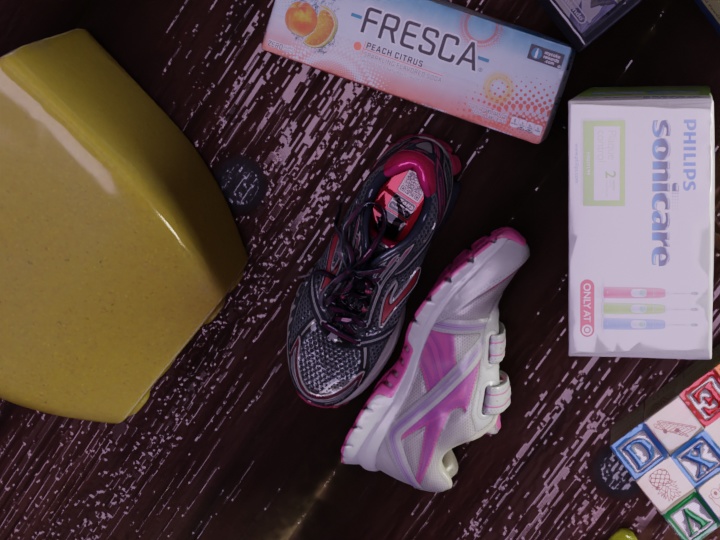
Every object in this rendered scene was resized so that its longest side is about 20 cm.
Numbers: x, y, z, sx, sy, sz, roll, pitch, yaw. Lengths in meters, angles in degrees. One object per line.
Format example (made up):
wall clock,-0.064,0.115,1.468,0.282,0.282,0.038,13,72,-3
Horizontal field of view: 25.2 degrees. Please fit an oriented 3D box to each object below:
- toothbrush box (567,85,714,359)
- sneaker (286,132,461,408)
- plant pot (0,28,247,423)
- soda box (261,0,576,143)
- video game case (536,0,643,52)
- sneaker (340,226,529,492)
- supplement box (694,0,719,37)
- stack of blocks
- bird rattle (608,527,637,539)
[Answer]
toothbrush box,0.174,-0.037,0.988,0.085,0.200,0.147,0,99,10
sneaker,0.000,0.000,1.091,0.080,0.075,0.202,24,103,6
plant pot,-0.188,-0.015,1.070,0.200,0.196,0.195,40,103,-4
soda box,0.039,-0.148,1.067,0.198,0.064,0.069,20,101,6
video game case,0.147,-0.273,1.021,0.180,0.026,0.201,-39,90,-4
sneaker,0.068,0.064,1.089,0.088,0.081,0.201,30,111,4
supplement box,0.268,-0.259,0.914,0.199,0.200,0.135,-38,90,-3
stack of blocks,0.276,0.095,1.059,0.200,0.059,0.115,-39,90,13
bird rattle,0.176,0.291,1.091,0.162,0.113,0.201,24,105,-10
